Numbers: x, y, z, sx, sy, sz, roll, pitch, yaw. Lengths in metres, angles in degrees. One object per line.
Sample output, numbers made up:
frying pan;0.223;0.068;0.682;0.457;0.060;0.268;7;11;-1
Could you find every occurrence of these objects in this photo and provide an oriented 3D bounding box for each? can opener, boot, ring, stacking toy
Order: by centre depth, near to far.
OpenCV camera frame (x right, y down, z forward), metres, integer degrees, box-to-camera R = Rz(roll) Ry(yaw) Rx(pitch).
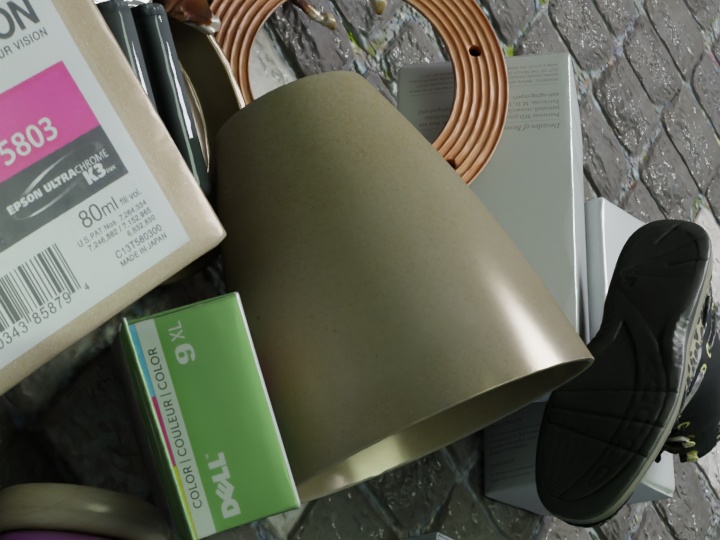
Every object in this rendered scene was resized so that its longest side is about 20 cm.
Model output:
stacking toy;-0.140;0.202;0.672;0.085;0.085;0.201;25;61;-42
can opener;-0.119;-0.131;0.800;0.053;0.066;0.201;-7;84;-50
boot;0.178;0.090;0.906;0.204;0.073;0.154;-64;146;-26
ring;-0.005;-0.119;0.930;0.200;0.019;0.201;3;71;-9

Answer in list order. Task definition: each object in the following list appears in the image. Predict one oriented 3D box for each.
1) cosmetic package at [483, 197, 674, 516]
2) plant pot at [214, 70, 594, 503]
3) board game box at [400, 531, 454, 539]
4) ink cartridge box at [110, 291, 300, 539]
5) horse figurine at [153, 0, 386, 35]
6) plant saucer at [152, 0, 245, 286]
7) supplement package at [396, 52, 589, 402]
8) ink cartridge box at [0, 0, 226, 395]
cosmetic package;0.149;0.062;1.045;0.081;0.113;0.201;26;58;-42
plant pot;0.000;0.000;0.816;0.187;0.187;0.200;-8;69;-51
board game box;0.092;0.290;0.936;0.200;0.041;0.200;31;53;-39
ink cartridge box;-0.076;0.070;0.712;0.059;0.200;0.104;-16;87;-12
horse figurine;-0.016;-0.200;0.841;0.132;0.200;0.050;17;44;-40
plant saucer;-0.142;-0.085;0.821;0.200;0.029;0.201;22;59;-42
supplement package;0.087;-0.024;0.972;0.117;0.117;0.201;66;24;-63
ink cartridge box;-0.184;-0.033;0.689;0.200;0.075;0.165;-39;106;-36
